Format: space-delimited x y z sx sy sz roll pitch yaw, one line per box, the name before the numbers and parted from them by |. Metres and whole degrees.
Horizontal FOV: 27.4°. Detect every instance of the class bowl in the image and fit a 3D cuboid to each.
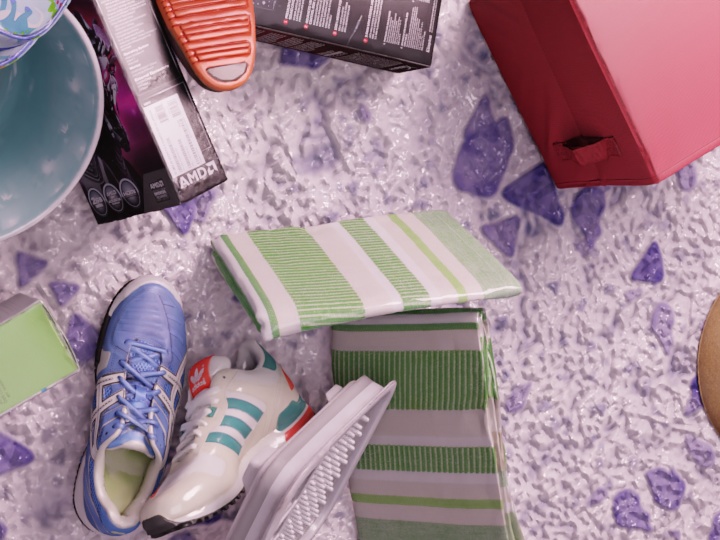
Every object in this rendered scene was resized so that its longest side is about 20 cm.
bowl | -0.287 -0.125 1.016 0.200 0.105 0.202 -14 122 -23

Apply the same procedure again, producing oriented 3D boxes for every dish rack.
dish rack | -0.052 0.165 1.092 0.043 0.200 0.172 32 118 12

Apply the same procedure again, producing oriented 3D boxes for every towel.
towel | 0.049 0.129 1.162 0.023 0.152 0.201 -24 108 -55
towel | 0.000 0.000 1.127 0.199 0.153 0.024 -8 117 -18

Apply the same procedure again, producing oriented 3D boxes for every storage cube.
storage cube | 0.226 -0.187 1.195 0.199 0.171 0.180 -32 102 -16

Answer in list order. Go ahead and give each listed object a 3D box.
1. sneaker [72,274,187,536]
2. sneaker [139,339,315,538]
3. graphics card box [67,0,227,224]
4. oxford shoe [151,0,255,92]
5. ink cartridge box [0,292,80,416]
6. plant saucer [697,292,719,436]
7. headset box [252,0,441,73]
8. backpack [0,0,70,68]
sneaker | -0.164 0.104 1.109 0.075 0.077 0.201 8 88 -19
sneaker | -0.114 0.119 1.101 0.094 0.070 0.200 60 37 -6
graphics card box | -0.182 -0.138 1.062 0.051 0.125 0.201 -32 105 -37
oxford shoe | -0.132 -0.205 1.072 0.071 0.073 0.201 -10 67 -31
ink cartridge box | -0.304 0.091 1.040 0.199 0.104 0.060 -31 102 -17
plant saucer | 0.401 0.084 1.348 0.199 0.035 0.202 -1 94 -21
headset box | -0.036 -0.246 1.141 0.199 0.077 0.150 9 89 -20
backpack | -0.227 -0.217 0.878 0.163 0.154 0.201 34 87 -43
